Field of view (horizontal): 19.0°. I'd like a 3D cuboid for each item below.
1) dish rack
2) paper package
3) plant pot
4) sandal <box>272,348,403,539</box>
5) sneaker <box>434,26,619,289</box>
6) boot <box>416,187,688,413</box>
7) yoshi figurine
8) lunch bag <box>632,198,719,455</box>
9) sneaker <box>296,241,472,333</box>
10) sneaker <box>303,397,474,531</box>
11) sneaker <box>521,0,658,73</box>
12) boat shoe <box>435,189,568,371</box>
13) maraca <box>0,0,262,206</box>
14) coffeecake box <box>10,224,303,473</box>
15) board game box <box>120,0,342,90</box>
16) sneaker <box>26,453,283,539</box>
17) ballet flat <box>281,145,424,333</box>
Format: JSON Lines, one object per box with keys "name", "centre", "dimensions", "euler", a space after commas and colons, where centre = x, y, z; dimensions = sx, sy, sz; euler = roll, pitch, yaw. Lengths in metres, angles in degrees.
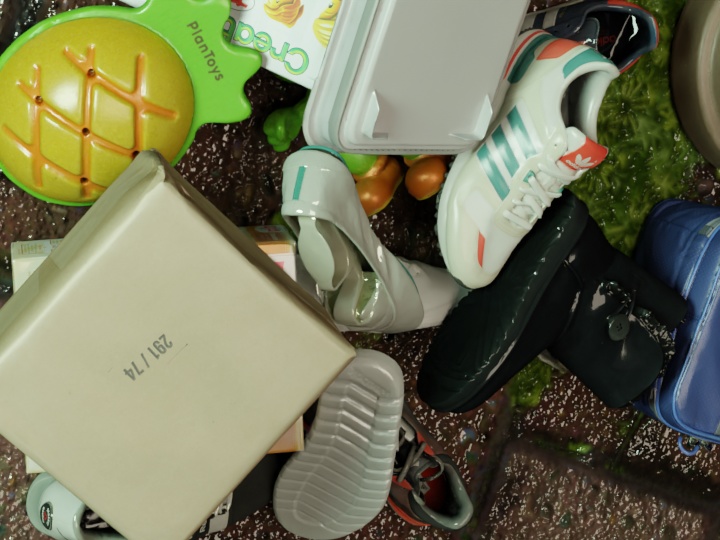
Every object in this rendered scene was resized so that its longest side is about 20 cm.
{"name": "dish rack", "centre": [0.055, -0.164, 1.480], "dimensions": [0.171, 0.043, 0.202], "euler": [-2, 118, -44]}
{"name": "paper package", "centre": [-0.136, 0.056, 1.440], "dimensions": [0.190, 0.104, 0.200], "euler": [42, 93, -17]}
{"name": "plant pot", "centre": [0.376, -0.158, 1.727], "dimensions": [0.198, 0.174, 0.202], "euler": [-6, 104, -26]}
{"name": "sandal", "centre": [-0.007, 0.127, 1.597], "dimensions": [0.082, 0.050, 0.203], "euler": [21, 132, -4]}
{"name": "sneaker", "centre": [0.126, -0.077, 1.573], "dimensions": [0.070, 0.093, 0.201], "euler": [26, 85, -47]}
{"name": "boot", "centre": [0.153, 0.060, 1.637], "dimensions": [0.168, 0.076, 0.201], "euler": [42, 75, -31]}
{"name": "yoshi figurine", "centre": [-0.018, -0.130, 1.572], "dimensions": [0.112, 0.112, 0.201], "euler": [-36, 111, -9]}
{"name": "lunch bag", "centre": [0.293, 0.052, 1.749], "dimensions": [0.135, 0.132, 0.202], "euler": [16, 92, -28]}
{"name": "sneaker", "centre": [0.000, 0.000, 1.627], "dimensions": [0.198, 0.075, 0.089], "euler": [-4, 97, -24]}
{"name": "sneaker", "centre": [0.024, 0.127, 1.656], "dimensions": [0.200, 0.082, 0.077], "euler": [44, 80, -26]}
{"name": "sneaker", "centre": [0.141, -0.163, 1.656], "dimensions": [0.199, 0.084, 0.076], "euler": [-26, 111, -20]}
{"name": "boat shoe", "centre": [0.124, 0.004, 1.687], "dimensions": [0.200, 0.075, 0.069], "euler": [41, 75, -28]}
{"name": "maraca", "centre": [-0.166, -0.122, 1.480], "dimensions": [0.199, 0.107, 0.138], "euler": [-26, 115, 8]}
{"name": "coffeecake box", "centre": [-0.144, 0.054, 1.532], "dimensions": [0.198, 0.073, 0.155], "euler": [-4, 102, -9]}
{"name": "board game box", "centre": [-0.078, -0.216, 1.486], "dimensions": [0.199, 0.035, 0.127], "euler": [25, 106, 8]}
{"name": "sneaker", "centre": [-0.137, 0.173, 1.582], "dimensions": [0.198, 0.088, 0.075], "euler": [-10, 103, -26]}
{"name": "ballet flat", "centre": [-0.012, -0.002, 1.515], "dimensions": [0.069, 0.069, 0.201], "euler": [-42, 137, -14]}
